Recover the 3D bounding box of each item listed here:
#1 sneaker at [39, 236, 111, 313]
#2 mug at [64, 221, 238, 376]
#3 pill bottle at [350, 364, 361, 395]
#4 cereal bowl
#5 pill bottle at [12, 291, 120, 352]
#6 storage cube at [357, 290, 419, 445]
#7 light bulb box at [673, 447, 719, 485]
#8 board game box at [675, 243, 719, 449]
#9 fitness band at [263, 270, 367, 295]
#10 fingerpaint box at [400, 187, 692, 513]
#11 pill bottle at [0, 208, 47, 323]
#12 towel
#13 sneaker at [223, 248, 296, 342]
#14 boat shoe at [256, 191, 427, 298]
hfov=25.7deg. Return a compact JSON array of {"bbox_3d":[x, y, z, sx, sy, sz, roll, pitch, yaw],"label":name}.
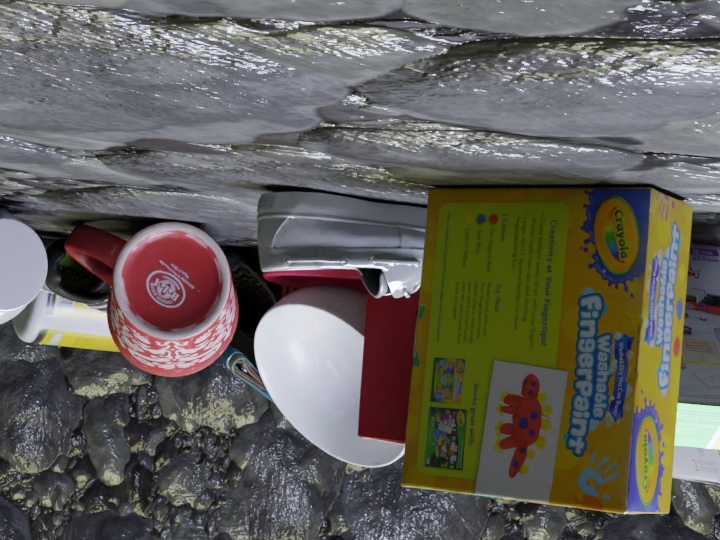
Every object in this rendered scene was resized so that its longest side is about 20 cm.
[{"bbox_3d":[-0.277,0.008,1.699,0.199,0.074,0.087,16,176,-39],"label":"sneaker"},{"bbox_3d":[-0.200,0.024,1.501,0.176,0.135,0.200,5,171,-6],"label":"mug"},{"bbox_3d":[0.028,0.092,1.751,0.112,0.113,0.200,1,-162,36],"label":"pill bottle"},{"bbox_3d":[-0.007,0.095,1.584,0.199,0.201,0.083,0,-148,44],"label":"cereal bowl"},{"bbox_3d":[-0.292,0.036,1.815,0.198,0.113,0.112,8,174,-28],"label":"pill bottle"},{"bbox_3d":[0.104,0.070,1.405,0.169,0.182,0.200,6,174,-14],"label":"storage cube"},{"bbox_3d":[0.327,0.087,1.321,0.198,0.126,0.198,-19,-179,-15],"label":"light bulb box"},{"bbox_3d":[0.211,0.047,1.154,0.152,0.041,0.201,6,-145,-5],"label":"board game box"},{"bbox_3d":[0.000,0.000,1.572,0.198,0.038,0.143,2,172,23],"label":"fitness band"},{"bbox_3d":[0.122,0.050,1.031,0.166,0.202,0.073,1,173,34],"label":"fingerpaint box"},{"bbox_3d":[-0.361,-0.003,1.445,0.111,0.113,0.199,8,174,-34],"label":"pill bottle"},{"bbox_3d":[-0.146,0.065,1.708,0.200,0.022,0.147,49,-176,39],"label":"towel"},{"bbox_3d":[-0.100,0.019,1.701,0.069,0.091,0.200,-6,145,25],"label":"sneaker"},{"bbox_3d":[0.017,-0.014,1.170,0.198,0.069,0.072,8,174,-28],"label":"boat shoe"}]
